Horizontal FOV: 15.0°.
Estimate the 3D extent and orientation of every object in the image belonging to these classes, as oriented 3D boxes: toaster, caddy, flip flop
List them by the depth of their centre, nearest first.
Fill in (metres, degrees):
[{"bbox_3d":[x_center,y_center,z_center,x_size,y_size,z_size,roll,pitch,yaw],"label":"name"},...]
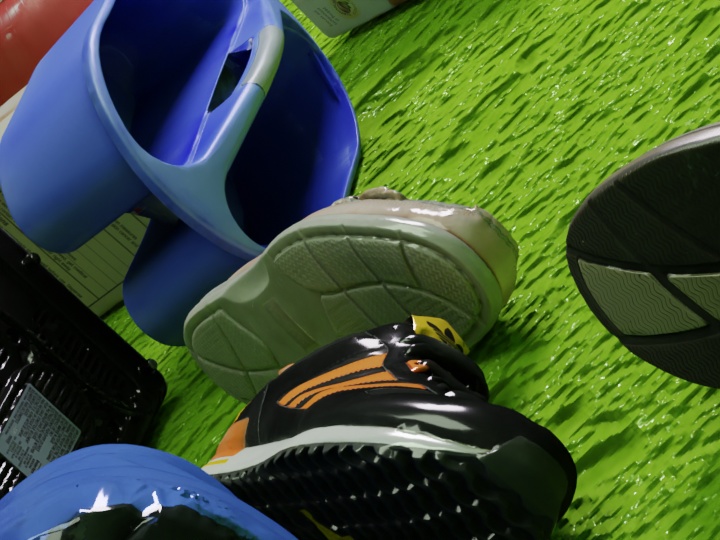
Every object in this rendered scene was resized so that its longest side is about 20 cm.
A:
[{"bbox_3d":[0.148,-0.033,0.768,0.200,0.081,0.058,-35,4,28],"label":"flip flop"},{"bbox_3d":[-0.193,0.072,1.127,0.119,0.181,0.200,-37,19,33],"label":"toaster"},{"bbox_3d":[-0.070,-0.064,1.198,0.105,0.141,0.200,-42,19,29],"label":"caddy"}]

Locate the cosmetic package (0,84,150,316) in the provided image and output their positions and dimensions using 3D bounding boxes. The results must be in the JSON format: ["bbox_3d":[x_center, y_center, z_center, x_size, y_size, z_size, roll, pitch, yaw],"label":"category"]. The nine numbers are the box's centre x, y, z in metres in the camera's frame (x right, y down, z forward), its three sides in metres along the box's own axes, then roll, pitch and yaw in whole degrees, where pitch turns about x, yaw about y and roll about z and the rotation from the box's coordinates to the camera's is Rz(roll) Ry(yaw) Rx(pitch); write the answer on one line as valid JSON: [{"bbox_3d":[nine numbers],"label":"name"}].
[{"bbox_3d":[-0.158,-0.030,1.380,0.200,0.103,0.087,-33,23,31],"label":"cosmetic package"}]

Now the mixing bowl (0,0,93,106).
[{"bbox_3d":[-0.164,-0.150,1.633,0.200,0.108,0.200,-41,18,17],"label":"mixing bowl"}]

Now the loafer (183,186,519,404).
[{"bbox_3d":[0.000,0.000,1.030,0.063,0.072,0.200,-48,14,-30],"label":"loafer"}]

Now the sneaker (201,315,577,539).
[{"bbox_3d":[0.013,0.047,0.891,0.090,0.070,0.200,-58,19,-23],"label":"sneaker"}]

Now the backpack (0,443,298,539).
[{"bbox_3d":[-0.087,0.146,0.762,0.200,0.162,0.168,-47,15,-1],"label":"backpack"}]

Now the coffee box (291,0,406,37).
[{"bbox_3d":[0.042,-0.204,1.336,0.200,0.080,0.115,-21,30,52],"label":"coffee box"}]
